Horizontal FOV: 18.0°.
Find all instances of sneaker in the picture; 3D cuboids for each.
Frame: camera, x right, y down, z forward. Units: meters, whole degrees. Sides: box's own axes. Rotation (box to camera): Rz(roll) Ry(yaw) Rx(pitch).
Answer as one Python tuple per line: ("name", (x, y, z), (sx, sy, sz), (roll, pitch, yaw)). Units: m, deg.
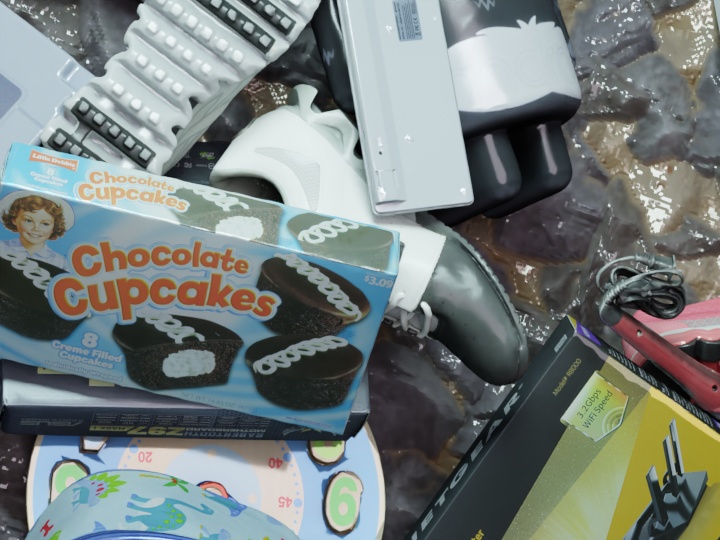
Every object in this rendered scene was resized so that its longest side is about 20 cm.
("sneaker", (-0.095, -0.103, 1.186), (0.075, 0.081, 0.200), (43, 79, 2))
("sneaker", (0.000, 0.000, 1.190), (0.088, 0.074, 0.200), (-37, 73, -27))
("sneaker", (0.243, 0.039, 1.296), (0.198, 0.087, 0.074), (-1, 118, -8))

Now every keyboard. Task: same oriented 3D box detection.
("keyboard", (0.017, -0.130, 1.185), (0.056, 0.011, 0.202), (-6, 81, -23))

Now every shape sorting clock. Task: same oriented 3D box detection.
("shape sorting clock", (-0.083, 0.124, 1.238), (0.198, 0.039, 0.202), (2, 82, -12))

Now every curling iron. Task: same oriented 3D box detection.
("curling iron", (0.199, 0.060, 1.235), (0.049, 0.026, 0.200), (-39, 115, 16))

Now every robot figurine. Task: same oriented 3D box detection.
("robot figurine", (0.049, -0.128, 1.259), (0.124, 0.150, 0.202), (-18, 84, 10))

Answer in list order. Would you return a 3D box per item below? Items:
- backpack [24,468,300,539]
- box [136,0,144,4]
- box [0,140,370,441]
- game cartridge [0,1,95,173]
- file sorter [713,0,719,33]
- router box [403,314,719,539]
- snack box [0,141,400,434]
("backpack", (-0.105, 0.217, 1.134), (0.182, 0.147, 0.201), (19, 103, -10))
("box", (-0.110, -0.236, 1.279), (0.199, 0.044, 0.161), (26, 78, -8))
("box", (-0.097, 0.009, 1.228), (0.198, 0.051, 0.159), (1, 67, -11))
("game cartridge", (-0.246, -0.059, 1.203), (0.133, 0.041, 0.200), (38, 80, 18))
("file sorter", (0.323, -0.138, 1.293), (0.198, 0.125, 0.140), (7, 49, -11))
("router box", (0.120, 0.151, 1.239), (0.157, 0.052, 0.201), (34, 98, -5))
("snack box", (-0.089, 0.011, 1.136), (0.198, 0.117, 0.037), (13, 40, -7))
